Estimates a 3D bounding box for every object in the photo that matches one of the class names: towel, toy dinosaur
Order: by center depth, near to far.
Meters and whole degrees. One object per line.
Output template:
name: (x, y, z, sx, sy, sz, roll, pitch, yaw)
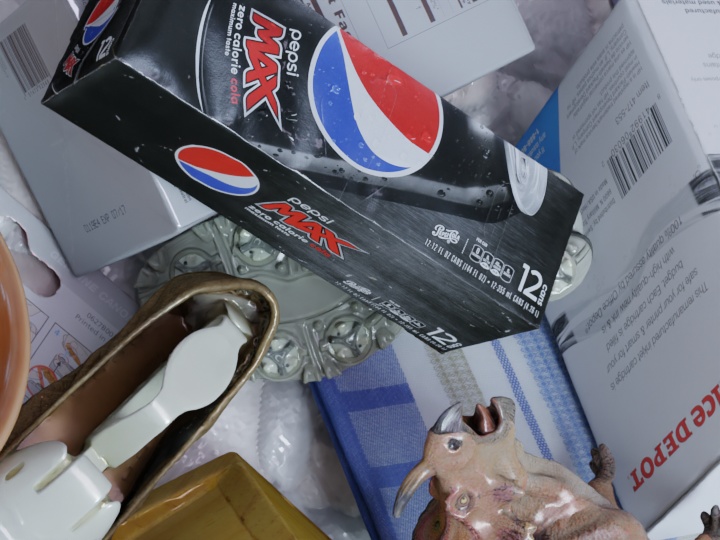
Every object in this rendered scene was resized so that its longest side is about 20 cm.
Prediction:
toy dinosaur: (0.084, 0.145, 0.803, 0.135, 0.086, 0.201, -16, 84, -29)
towel: (0.078, 0.075, 0.906, 0.199, 0.024, 0.147, -8, 59, -29)

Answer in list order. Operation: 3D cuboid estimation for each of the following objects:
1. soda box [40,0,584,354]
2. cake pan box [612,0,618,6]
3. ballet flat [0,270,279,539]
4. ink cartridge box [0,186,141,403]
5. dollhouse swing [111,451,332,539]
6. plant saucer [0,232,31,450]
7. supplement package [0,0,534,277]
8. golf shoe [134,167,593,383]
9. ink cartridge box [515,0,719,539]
soda box: (-0.015, -0.045, 0.749, 0.200, 0.071, 0.064, 32, 64, -24)
cake pan box: (0.202, -0.113, 0.934, 0.052, 0.200, 0.185, -21, 89, -26)
ballet flat: (-0.098, 0.068, 0.760, 0.068, 0.072, 0.200, 50, 60, -9)
ink cartridge box: (-0.192, 0.049, 0.801, 0.161, 0.050, 0.200, 42, 47, -15)
dollhouse swing: (-0.053, 0.192, 0.756, 0.176, 0.200, 0.182, -46, 113, -3)
plant saucer: (-0.222, 0.021, 0.728, 0.199, 0.037, 0.201, 14, 54, -19)
supplement package: (-0.046, -0.095, 0.849, 0.200, 0.114, 0.110, -29, 95, -32)
golf shoe: (0.000, 0.000, 0.883, 0.199, 0.097, 0.079, -8, 98, -4)
ink cartridge box: (0.151, -0.003, 0.881, 0.086, 0.147, 0.201, -5, 59, -28)
